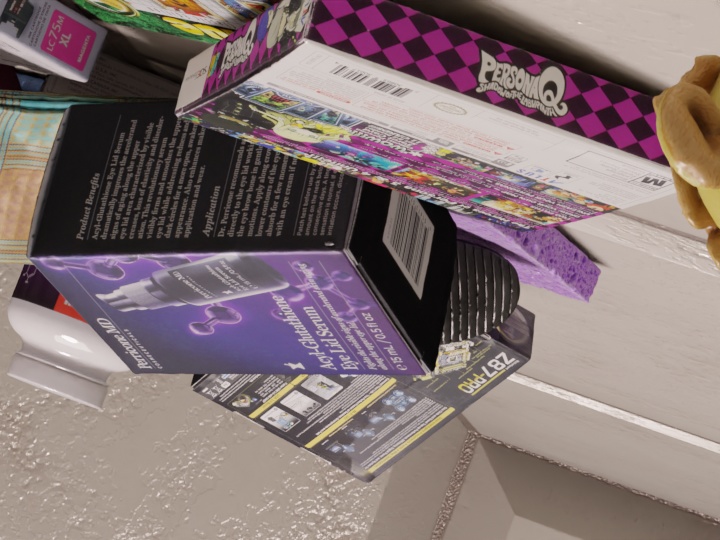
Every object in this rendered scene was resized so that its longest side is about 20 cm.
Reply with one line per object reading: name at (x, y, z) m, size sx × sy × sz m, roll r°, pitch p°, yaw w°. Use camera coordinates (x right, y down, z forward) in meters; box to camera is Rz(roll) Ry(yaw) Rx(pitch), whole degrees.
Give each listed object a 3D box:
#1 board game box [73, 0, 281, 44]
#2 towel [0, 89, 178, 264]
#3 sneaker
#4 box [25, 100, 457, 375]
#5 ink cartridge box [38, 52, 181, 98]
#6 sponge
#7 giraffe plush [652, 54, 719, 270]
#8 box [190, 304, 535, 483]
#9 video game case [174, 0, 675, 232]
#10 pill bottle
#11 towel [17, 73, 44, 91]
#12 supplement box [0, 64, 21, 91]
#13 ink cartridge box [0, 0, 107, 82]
board game box at (-0.080, -0.134, 1.029) m, size 0.199 × 0.024 × 0.105 m, roll 15°, pitch 173°, yaw 37°
towel at (-0.169, -0.051, 1.292) m, size 0.199 × 0.022 × 0.147 m, roll 1°, pitch 138°, yaw -20°
sneaker at (0.000, 0.000, 1.344) m, size 0.199 × 0.075 × 0.089 m, roll 0°, pitch -157°, yaw -2°
box at (-0.064, -0.017, 1.209) m, size 0.199 × 0.105 × 0.148 m, roll -2°, pitch 150°, yaw 23°
ink cartridge box at (-0.126, -0.066, 1.406) m, size 0.199 × 0.045 × 0.176 m, roll 22°, pitch 157°, yaw -12°
sponge at (0.072, -0.028, 1.352) m, size 0.111 × 0.030 × 0.200 m, roll 17°, pitch 172°, yaw 27°
giraffe plush at (0.179, -0.024, 0.680) m, size 0.162 × 0.200 × 0.173 m, roll 49°, pitch 179°, yaw 6°
box at (0.000, 0.058, 1.487) m, size 0.161 × 0.049 × 0.200 m, roll 30°, pitch 135°, yaw -19°
video game case at (0.034, -0.071, 0.988) m, size 0.199 × 0.036 × 0.181 m, roll 17°, pitch 167°, yaw -19°
pill bottle at (-0.199, -0.001, 1.628) m, size 0.112 × 0.201 × 0.112 m, roll 20°, pitch 173°, yaw 3°
towel at (-0.241, -0.106, 1.555) m, size 0.199 × 0.049 × 0.112 m, roll 14°, pitch 167°, yaw 39°
supplement box at (-0.301, -0.100, 1.387) m, size 0.200 × 0.085 × 0.111 m, roll 21°, pitch 134°, yaw 44°
ink cartridge box at (-0.252, -0.166, 1.195) m, size 0.119 × 0.042 × 0.200 m, roll 15°, pitch 174°, yaw 42°
